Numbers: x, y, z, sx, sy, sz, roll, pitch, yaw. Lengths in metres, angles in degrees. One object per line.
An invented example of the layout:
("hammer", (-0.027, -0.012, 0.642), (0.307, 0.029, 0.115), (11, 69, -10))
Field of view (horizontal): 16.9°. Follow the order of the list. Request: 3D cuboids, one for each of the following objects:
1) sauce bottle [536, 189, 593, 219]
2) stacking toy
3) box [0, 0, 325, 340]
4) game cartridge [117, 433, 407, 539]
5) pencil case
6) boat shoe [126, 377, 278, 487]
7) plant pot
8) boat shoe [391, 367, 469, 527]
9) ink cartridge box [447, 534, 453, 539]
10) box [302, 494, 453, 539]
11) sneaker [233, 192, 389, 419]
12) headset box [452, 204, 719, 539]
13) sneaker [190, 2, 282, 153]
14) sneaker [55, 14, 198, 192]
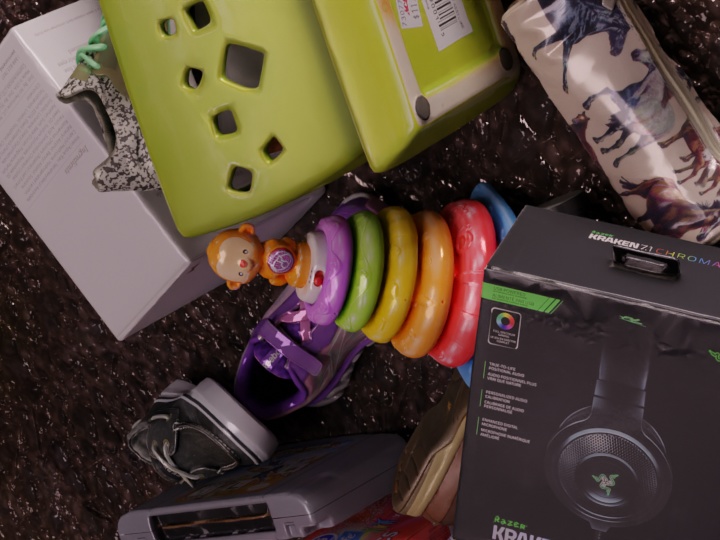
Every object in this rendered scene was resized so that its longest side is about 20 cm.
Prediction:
("sauce bottle", (0.161, 0.048, 1.521), (0.066, 0.066, 0.201), (-21, 95, 44))
("stacking toy", (0.000, 0.000, 1.526), (0.110, 0.199, 0.117), (-117, 39, -62))
("box", (-0.152, -0.081, 1.659), (0.200, 0.152, 0.106), (53, 133, 7))
("game cartridge", (-0.063, 0.156, 1.711), (0.199, 0.133, 0.042), (-12, 103, 43))
("pencil case", (0.166, -0.099, 1.434), (0.201, 0.078, 0.089), (56, 148, 4))
("boat shoe", (-0.116, 0.124, 1.733), (0.072, 0.071, 0.200), (46, 166, -11))
("plant pot", (-0.023, -0.153, 1.493), (0.181, 0.199, 0.201), (-12, 102, 36))
("boat shoe", (0.092, 0.093, 1.605), (0.067, 0.072, 0.201), (23, 122, -13))
("ink cartridge box", (0.098, 0.178, 1.603), (0.050, 0.109, 0.200), (47, 133, 12))
("box", (-0.003, 0.237, 1.655), (0.094, 0.200, 0.103), (-4, 109, 40))
("sneaker", (-0.030, 0.034, 1.657), (0.080, 0.088, 0.201), (44, 131, 16))
("headset box", (0.156, 0.072, 1.403), (0.173, 0.093, 0.201), (14, 119, 14))
("sneaker", (-0.093, -0.168, 1.635), (0.073, 0.084, 0.201), (-22, 74, 50))
("sneaker", (-0.155, -0.136, 1.560), (0.077, 0.088, 0.201), (115, 143, -67))
